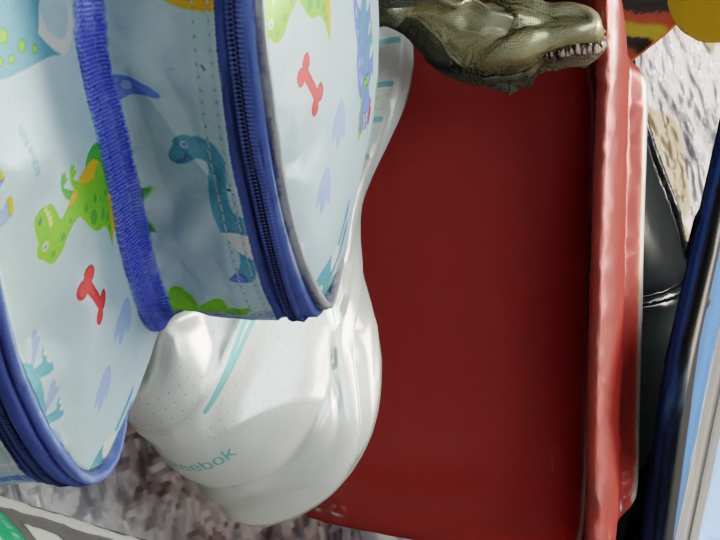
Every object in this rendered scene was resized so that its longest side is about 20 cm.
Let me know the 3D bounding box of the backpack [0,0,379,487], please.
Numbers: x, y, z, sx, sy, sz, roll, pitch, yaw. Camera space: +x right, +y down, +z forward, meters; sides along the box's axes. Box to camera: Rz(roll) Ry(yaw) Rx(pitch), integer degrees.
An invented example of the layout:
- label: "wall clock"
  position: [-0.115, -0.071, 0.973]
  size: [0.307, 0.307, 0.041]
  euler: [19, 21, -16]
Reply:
- label: "backpack"
  position: [-0.073, -0.056, 0.604]
  size: [0.183, 0.146, 0.200]
  euler: [80, 17, -45]

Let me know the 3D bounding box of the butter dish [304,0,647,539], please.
- label: "butter dish"
  position: [0.000, 0.000, 0.857]
  size: [0.200, 0.147, 0.200]
  euler: [-146, -125, -79]

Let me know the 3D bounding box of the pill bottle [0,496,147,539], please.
- label: "pill bottle"
  position: [-0.071, 0.120, 0.693]
  size: [0.200, 0.113, 0.113]
  euler: [26, 55, -55]

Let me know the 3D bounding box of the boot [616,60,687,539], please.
- label: "boot"
  position: [0.086, 0.006, 1.076]
  size: [0.200, 0.076, 0.168]
  euler: [-73, 143, -54]

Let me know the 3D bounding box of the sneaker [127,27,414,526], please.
- label: "sneaker"
  position: [-0.032, -0.038, 0.749]
  size: [0.080, 0.070, 0.201]
  euler: [36, 46, -48]

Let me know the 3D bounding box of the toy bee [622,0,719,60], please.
- label: "toy bee"
  position: [0.096, -0.133, 0.881]
  size: [0.200, 0.108, 0.131]
  euler: [95, -29, -80]

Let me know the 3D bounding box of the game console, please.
- label: "game console"
  position: [0.150, 0.036, 0.903]
  size: [0.170, 0.118, 0.200]
  euler: [32, 47, -14]

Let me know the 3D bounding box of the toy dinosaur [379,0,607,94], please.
- label: "toy dinosaur"
  position: [-0.017, -0.108, 0.715]
  size: [0.200, 0.088, 0.048]
  euler: [35, 66, -7]
